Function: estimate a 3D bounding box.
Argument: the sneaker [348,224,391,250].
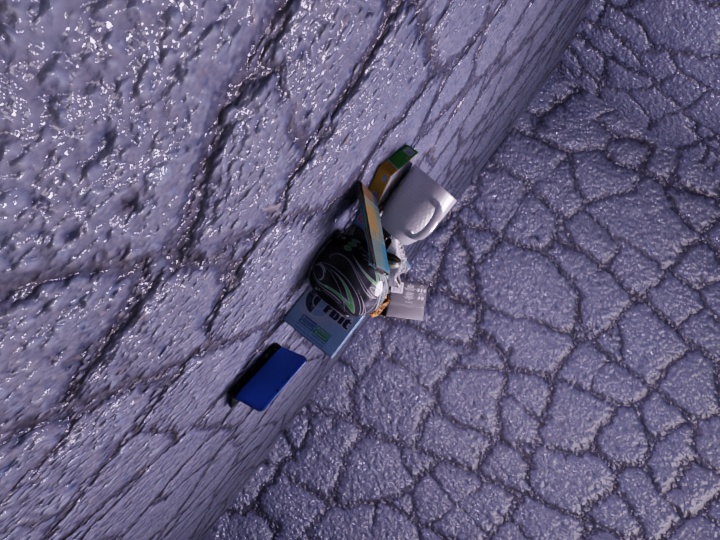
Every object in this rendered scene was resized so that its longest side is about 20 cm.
[{"bbox_3d":[0.060,-0.116,1.516,0.200,0.106,0.075,-46,152,-40],"label":"sneaker"}]

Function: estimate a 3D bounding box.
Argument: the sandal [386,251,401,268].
[{"bbox_3d":[0.027,-0.034,1.494,0.079,0.200,0.058,-11,117,-40],"label":"sandal"}]

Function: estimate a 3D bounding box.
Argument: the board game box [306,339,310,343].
[{"bbox_3d":[-0.083,0.162,1.814,0.200,0.041,0.199,-50,-161,-25],"label":"board game box"}]

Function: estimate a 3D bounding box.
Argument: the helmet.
[{"bbox_3d":[-0.016,0.018,1.382,0.200,0.190,0.200,-49,166,-16],"label":"helmet"}]

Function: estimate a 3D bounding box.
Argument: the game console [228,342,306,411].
[{"bbox_3d":[-0.262,0.315,1.512,0.200,0.118,0.171,-47,169,-34],"label":"game console"}]

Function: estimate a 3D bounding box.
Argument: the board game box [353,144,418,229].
[{"bbox_3d":[0.066,-0.217,1.420,0.153,0.040,0.200,-45,168,-43],"label":"board game box"}]

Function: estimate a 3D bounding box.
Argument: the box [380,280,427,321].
[{"bbox_3d":[0.107,0.091,1.806,0.200,0.148,0.125,4,-95,65],"label":"box"}]

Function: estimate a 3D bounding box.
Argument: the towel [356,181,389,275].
[{"bbox_3d":[0.030,-0.094,1.271,0.022,0.202,0.147,-13,167,14],"label":"towel"}]

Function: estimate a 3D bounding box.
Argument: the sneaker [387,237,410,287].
[{"bbox_3d":[0.111,-0.040,1.580,0.075,0.086,0.201,-41,146,-57],"label":"sneaker"}]

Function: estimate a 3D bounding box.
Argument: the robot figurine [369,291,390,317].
[{"bbox_3d":[0.003,0.105,1.628,0.199,0.058,0.145,-4,144,-38],"label":"robot figurine"}]

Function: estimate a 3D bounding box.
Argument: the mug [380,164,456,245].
[{"bbox_3d":[0.147,-0.150,1.389,0.176,0.147,0.200,-50,-151,10],"label":"mug"}]

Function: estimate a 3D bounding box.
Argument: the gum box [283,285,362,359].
[{"bbox_3d":[-0.083,0.110,1.479,0.200,0.170,0.045,-51,172,-12],"label":"gum box"}]
